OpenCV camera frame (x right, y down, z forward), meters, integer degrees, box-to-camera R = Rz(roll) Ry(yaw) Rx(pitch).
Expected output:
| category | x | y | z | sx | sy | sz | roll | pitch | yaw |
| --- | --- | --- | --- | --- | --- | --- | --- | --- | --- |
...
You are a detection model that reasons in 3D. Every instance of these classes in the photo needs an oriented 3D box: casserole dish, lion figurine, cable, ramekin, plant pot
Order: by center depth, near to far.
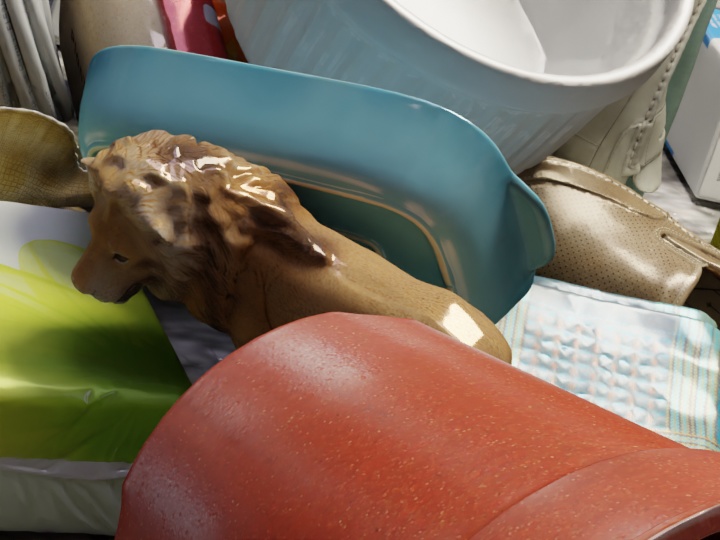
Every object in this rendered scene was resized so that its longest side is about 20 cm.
| category | x | y | z | sx | sy | sz | roll | pitch | yaw |
| --- | --- | --- | --- | --- | --- | --- | --- | --- | --- |
| plant pot | 0.035 | 0.113 | 0.616 | 0.200 | 0.202 | 0.195 | 1 | 19 | -34 |
| lion figurine | -0.001 | 0.019 | 0.759 | 0.199 | 0.123 | 0.073 | 19 | 62 | 23 |
| casserole dish | -0.026 | -0.023 | 0.832 | 0.199 | 0.121 | 0.039 | 13 | 57 | 23 |
| ramekin | 0.034 | -0.130 | 0.957 | 0.199 | 0.105 | 0.201 | 16 | 51 | -20 |
| cable | -0.183 | -0.141 | 1.022 | 0.069 | 0.201 | 0.200 | -13 | 32 | -8 |

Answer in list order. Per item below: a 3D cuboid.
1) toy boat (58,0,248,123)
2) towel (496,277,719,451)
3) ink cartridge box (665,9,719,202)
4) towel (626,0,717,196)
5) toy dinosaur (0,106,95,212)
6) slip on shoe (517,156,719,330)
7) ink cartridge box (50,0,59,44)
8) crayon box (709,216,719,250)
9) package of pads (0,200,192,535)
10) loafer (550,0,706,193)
| category | x | y | z | sx | sy | sz | roll | pitch | yaw |
| --- | --- | --- | --- | --- | --- | --- | --- | --- | --- |
| toy boat | -0.066 | -0.105 | 1.020 | 0.130 | 0.131 | 0.201 | -8 | 62 | -15 |
| towel | 0.069 | 0.070 | 0.848 | 0.146 | 0.022 | 0.201 | 15 | 39 | -2 |
| ink cartridge box | 0.295 | -0.086 | 1.374 | 0.199 | 0.086 | 0.147 | 11 | 23 | -10 |
| towel | 0.075 | -0.104 | 1.099 | 0.170 | 0.201 | 0.048 | 20 | 21 | 1 |
| toy dinosaur | -0.164 | -0.039 | 0.905 | 0.199 | 0.101 | 0.059 | 11 | 55 | -31 |
| slip on shoe | 0.130 | 0.010 | 0.994 | 0.199 | 0.076 | 0.061 | 35 | -11 | -8 |
| ink cartridge box | -0.098 | -0.225 | 1.276 | 0.083 | 0.201 | 0.145 | 22 | 23 | 4 |
| crayon box | 0.217 | -0.048 | 1.078 | 0.050 | 0.201 | 0.127 | 16 | 23 | 0 |
| package of pads | -0.171 | 0.028 | 0.809 | 0.199 | 0.069 | 0.155 | 7 | 26 | -25 |
| loafer | 0.115 | -0.065 | 1.051 | 0.069 | 0.201 | 0.070 | 23 | 23 | -18 |
